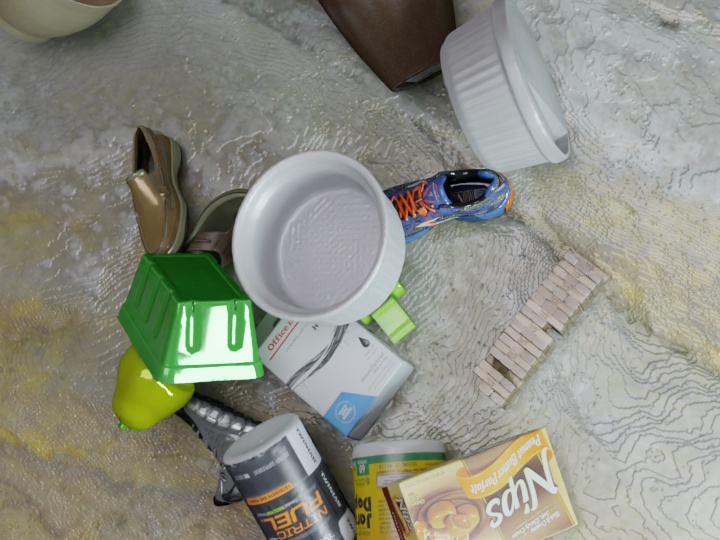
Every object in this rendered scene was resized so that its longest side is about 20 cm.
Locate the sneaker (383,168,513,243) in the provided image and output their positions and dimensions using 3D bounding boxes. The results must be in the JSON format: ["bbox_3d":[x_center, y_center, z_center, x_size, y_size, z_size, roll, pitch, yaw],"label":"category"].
[{"bbox_3d":[0.086,-0.088,1.514,0.197,0.078,0.076,-17,74,4],"label":"sneaker"}]

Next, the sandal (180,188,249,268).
[{"bbox_3d":[-0.193,-0.021,1.589,0.201,0.080,0.058,-43,36,13],"label":"sandal"}]

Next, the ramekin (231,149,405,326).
[{"bbox_3d":[-0.043,-0.030,1.467,0.198,0.098,0.203,-6,74,21],"label":"ramekin"}]

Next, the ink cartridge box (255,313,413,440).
[{"bbox_3d":[-0.048,0.100,1.534,0.199,0.068,0.116,38,91,19],"label":"ink cartridge box"}]

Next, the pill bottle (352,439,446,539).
[{"bbox_3d":[0.050,0.301,1.445,0.111,0.113,0.203,-6,79,15],"label":"pill bottle"}]

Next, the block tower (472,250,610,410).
[{"bbox_3d":[0.211,0.068,1.472,0.054,0.058,0.201,38,91,18],"label":"block tower"}]

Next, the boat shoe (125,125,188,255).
[{"bbox_3d":[-0.271,-0.100,1.597,0.071,0.076,0.202,-30,50,21],"label":"boat shoe"}]

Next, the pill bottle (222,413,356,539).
[{"bbox_3d":[-0.071,0.278,1.464,0.105,0.106,0.202,-27,101,9],"label":"pill bottle"}]

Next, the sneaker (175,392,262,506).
[{"bbox_3d":[-0.178,0.228,1.546,0.198,0.075,0.117,22,89,18],"label":"sneaker"}]

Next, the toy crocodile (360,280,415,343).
[{"bbox_3d":[0.000,0.000,1.542,0.067,0.062,0.201,-34,73,8],"label":"toy crocodile"}]

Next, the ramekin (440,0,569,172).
[{"bbox_3d":[0.167,-0.209,1.465,0.093,0.202,0.205,-21,75,19],"label":"ramekin"}]

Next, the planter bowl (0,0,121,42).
[{"bbox_3d":[-0.431,-0.396,1.686,0.134,0.199,0.202,-37,70,35],"label":"planter bowl"}]

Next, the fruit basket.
[{"bbox_3d":[-0.218,0.100,1.501,0.154,0.215,0.219,-1,76,-25],"label":"fruit basket"}]

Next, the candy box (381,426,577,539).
[{"bbox_3d":[0.135,0.263,1.397,0.198,0.055,0.117,-16,83,-25],"label":"candy box"}]

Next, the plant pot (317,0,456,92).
[{"bbox_3d":[0.041,-0.333,1.545,0.185,0.187,0.202,-25,88,10],"label":"plant pot"}]
